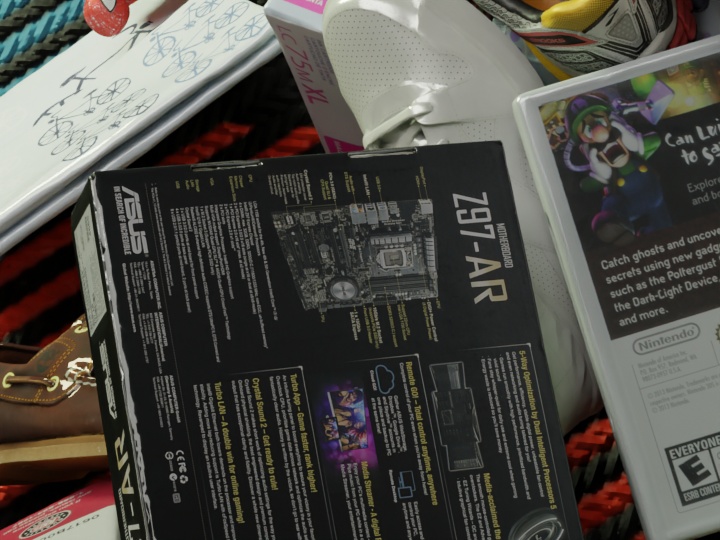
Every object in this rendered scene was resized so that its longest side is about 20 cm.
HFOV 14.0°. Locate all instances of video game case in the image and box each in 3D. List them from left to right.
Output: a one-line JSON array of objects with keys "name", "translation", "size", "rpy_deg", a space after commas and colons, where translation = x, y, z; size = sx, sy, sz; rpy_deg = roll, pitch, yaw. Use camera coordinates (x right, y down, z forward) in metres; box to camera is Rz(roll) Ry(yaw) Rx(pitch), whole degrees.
[{"name": "video game case", "translation": [0.179, -0.008, 1.124], "size": [0.199, 0.023, 0.183], "rpy_deg": [-17, 83, -2]}]

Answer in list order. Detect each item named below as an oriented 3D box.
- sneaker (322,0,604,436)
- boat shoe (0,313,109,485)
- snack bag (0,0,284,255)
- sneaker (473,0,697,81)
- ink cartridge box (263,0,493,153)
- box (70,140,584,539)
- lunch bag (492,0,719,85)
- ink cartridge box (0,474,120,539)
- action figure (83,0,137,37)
[{"name": "sneaker", "translation": [0.033, -0.020, 1.142], "size": [0.074, 0.200, 0.116], "rpy_deg": [-34, 3, 42]}, {"name": "boat shoe", "translation": [-0.114, 0.052, 1.221], "size": [0.199, 0.070, 0.071], "rpy_deg": [-7, 79, 44]}, {"name": "snack bag", "translation": [-0.134, -0.074, 1.346], "size": [0.188, 0.021, 0.200], "rpy_deg": [-37, 21, -7]}, {"name": "sneaker", "translation": [0.053, -0.150, 1.186], "size": [0.200, 0.082, 0.078], "rpy_deg": [40, 92, 31]}, {"name": "ink cartridge box", "translation": [0.036, -0.150, 1.317], "size": [0.042, 0.120, 0.200], "rpy_deg": [19, 64, 27]}, {"name": "box", "translation": [-0.009, 0.058, 1.044], "size": [0.159, 0.044, 0.201], "rpy_deg": [-6, 73, -18]}, {"name": "lunch bag", "translation": [0.167, -0.147, 1.243], "size": [0.169, 0.127, 0.200], "rpy_deg": [15, 57, 32]}, {"name": "ink cartridge box", "translation": [-0.138, 0.168, 1.115], "size": [0.147, 0.086, 0.200], "rpy_deg": [-26, 11, 2]}, {"name": "action figure", "translation": [-0.096, -0.199, 1.406], "size": [0.065, 0.052, 0.201], "rpy_deg": [-9, 58, 42]}]
